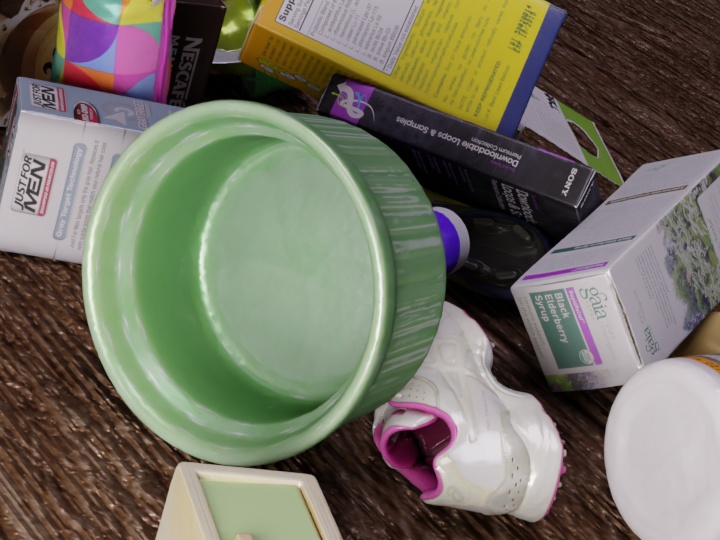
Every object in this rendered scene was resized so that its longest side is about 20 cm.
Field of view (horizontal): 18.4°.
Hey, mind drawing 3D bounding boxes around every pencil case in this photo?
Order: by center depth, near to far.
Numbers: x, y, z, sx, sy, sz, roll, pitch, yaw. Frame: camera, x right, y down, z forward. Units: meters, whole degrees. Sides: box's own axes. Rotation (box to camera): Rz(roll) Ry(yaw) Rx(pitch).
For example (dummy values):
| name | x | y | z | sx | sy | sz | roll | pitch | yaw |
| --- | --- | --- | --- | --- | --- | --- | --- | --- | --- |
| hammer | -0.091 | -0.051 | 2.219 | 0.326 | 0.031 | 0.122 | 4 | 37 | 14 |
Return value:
| name | x | y | z | sx | sy | sz | roll | pitch | yaw |
| --- | --- | --- | --- | --- | --- | --- | --- | --- | --- |
| pencil case | -0.163 | -0.140 | 1.478 | 0.088 | 0.201 | 0.088 | 9 | 30 | -5 |

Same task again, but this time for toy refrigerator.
| name | x | y | z | sx | sy | sz | roll | pitch | yaw |
| --- | --- | --- | --- | --- | --- | --- | --- | --- | --- |
| toy refrigerator | -0.039 | 0.169 | 1.044 | 0.076 | 0.070 | 0.200 | 8 | 26 | -20 |

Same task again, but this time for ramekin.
| name | x | y | z | sx | sy | sz | roll | pitch | yaw |
| --- | --- | --- | --- | --- | --- | --- | --- | --- | --- |
| ramekin | -0.049 | 0.003 | 1.253 | 0.200 | 0.201 | 0.098 | 29 | 18 | 25 |

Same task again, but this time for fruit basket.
| name | x | y | z | sx | sy | sz | roll | pitch | yaw |
| --- | --- | --- | --- | --- | --- | --- | --- | --- | --- |
| fruit basket | -0.132 | -0.195 | 1.789 | 0.199 | 0.094 | 0.185 | -7 | 29 | -13 |

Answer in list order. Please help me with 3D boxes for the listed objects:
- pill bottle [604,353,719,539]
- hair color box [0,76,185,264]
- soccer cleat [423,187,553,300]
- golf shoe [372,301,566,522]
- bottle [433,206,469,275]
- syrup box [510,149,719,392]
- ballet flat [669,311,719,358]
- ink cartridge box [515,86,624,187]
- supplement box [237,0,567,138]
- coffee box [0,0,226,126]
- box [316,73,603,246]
| name | x | y | z | sx | sy | sz | roll | pitch | yaw |
| --- | --- | --- | --- | --- | --- | --- | --- | --- | --- |
| pill bottle | 0.251 | 0.104 | 1.322 | 0.199 | 0.117 | 0.116 | -3 | 30 | -37 |
| hair color box | -0.131 | -0.052 | 1.429 | 0.199 | 0.099 | 0.061 | 10 | 25 | -16 |
| soccer cleat | 0.046 | -0.027 | 1.564 | 0.200 | 0.065 | 0.084 | 22 | -6 | 21 |
| golf shoe | 0.040 | 0.074 | 1.304 | 0.091 | 0.076 | 0.200 | -1 | 28 | -29 |
| bottle | 0.000 | 0.000 | 1.424 | 0.065 | 0.084 | 0.200 | 30 | 26 | 25 |
| syrup box | 0.187 | -0.002 | 1.471 | 0.081 | 0.079 | 0.200 | -10 | 20 | 40 |
| ballet flat | 0.294 | 0.079 | 1.473 | 0.199 | 0.069 | 0.063 | 15 | 39 | -1 |
| ink cartridge box | 0.099 | -0.109 | 1.745 | 0.200 | 0.076 | 0.148 | 29 | 19 | -18 |
| supplement box | 0.028 | -0.166 | 1.585 | 0.199 | 0.109 | 0.110 | 25 | -12 | -4 |
| coffee box | -0.211 | -0.165 | 1.609 | 0.199 | 0.113 | 0.080 | 2 | 27 | -28 |
| box | 0.076 | -0.067 | 1.564 | 0.199 | 0.036 | 0.143 | 20 | -13 | 18 |
